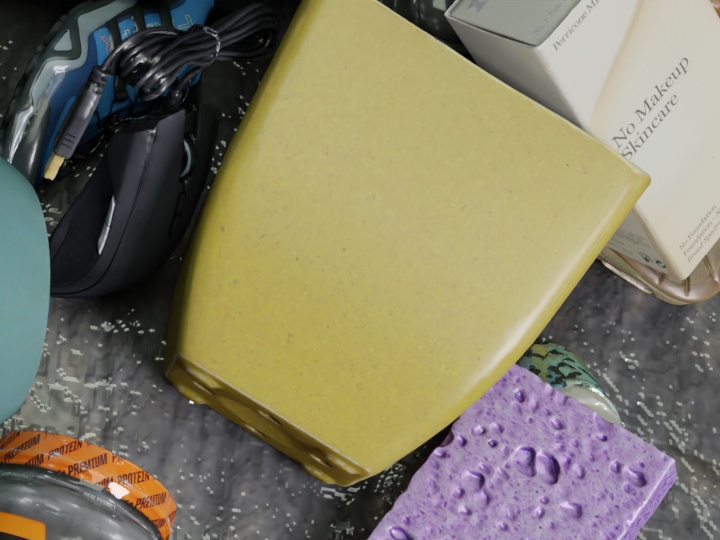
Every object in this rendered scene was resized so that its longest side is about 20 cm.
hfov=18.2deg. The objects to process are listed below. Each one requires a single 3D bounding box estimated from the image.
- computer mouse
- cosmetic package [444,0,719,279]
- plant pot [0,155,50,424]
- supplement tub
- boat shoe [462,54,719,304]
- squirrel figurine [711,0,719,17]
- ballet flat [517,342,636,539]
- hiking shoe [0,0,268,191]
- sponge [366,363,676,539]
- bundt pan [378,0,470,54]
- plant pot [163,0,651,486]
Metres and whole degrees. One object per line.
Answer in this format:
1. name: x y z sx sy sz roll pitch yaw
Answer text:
1. computer mouse: -0.115 -0.043 1.126 0.046 0.200 0.140 45 28 15
2. cosmetic package: 0.138 -0.098 1.177 0.073 0.200 0.104 28 75 44
3. plant pot: -0.244 0.007 1.083 0.161 0.201 0.201 3 66 -28
4. supplement tub: -0.166 0.185 1.067 0.122 0.123 0.200 23 62 -7
5. boat shoe: 0.125 -0.051 1.296 0.200 0.065 0.071 45 77 0
6. squirrel figurine: 0.199 -0.176 1.303 0.200 0.187 0.142 -23 76 -25
7. ballet flat: 0.126 0.125 1.218 0.074 0.074 0.200 0 68 -18
8. hiking shoe: -0.129 -0.106 1.231 0.087 0.074 0.200 33 62 -1
9. sponge: 0.062 0.153 1.162 0.111 0.030 0.200 32 74 21
10. bundt pan: 0.037 -0.210 1.211 0.202 0.076 0.202 0 88 -10
11. plant pot: 0.000 0.000 1.170 0.195 0.194 0.200 31 78 -3
